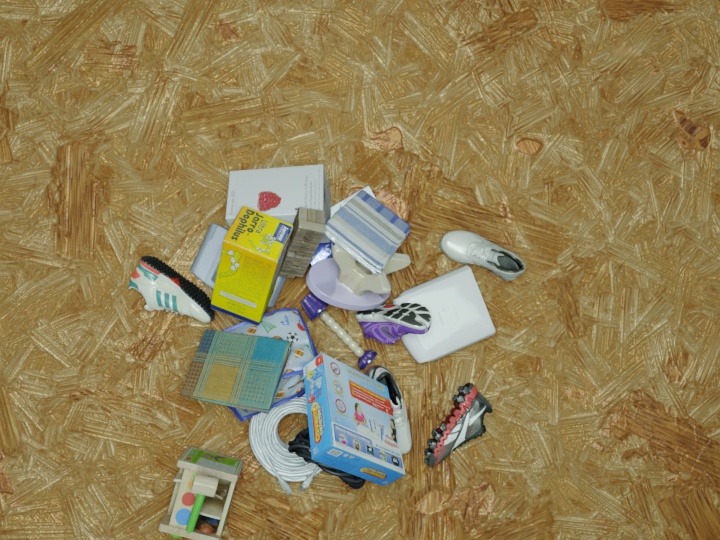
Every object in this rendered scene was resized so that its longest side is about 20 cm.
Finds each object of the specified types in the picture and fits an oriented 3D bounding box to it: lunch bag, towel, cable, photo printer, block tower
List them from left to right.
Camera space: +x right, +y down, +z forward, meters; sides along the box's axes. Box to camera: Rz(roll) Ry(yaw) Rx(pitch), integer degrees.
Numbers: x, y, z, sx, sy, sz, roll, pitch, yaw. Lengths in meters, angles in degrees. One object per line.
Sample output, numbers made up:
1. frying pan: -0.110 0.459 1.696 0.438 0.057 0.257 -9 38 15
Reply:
1. towel: -0.239 0.190 1.169 0.198 0.022 0.148 5 59 21
2. lunch bag: -0.189 0.186 1.248 0.198 0.124 0.171 -25 54 -3
3. cable: -0.138 0.343 1.298 0.200 0.069 0.200 -42 91 -7
4. block tower: -0.120 -0.054 1.222 0.053 0.200 0.058 9 61 -16
5. cable: -0.062 0.367 1.164 0.163 0.200 0.051 36 82 10
6. towel: 0.017 -0.083 1.247 0.146 0.200 0.024 38 128 1
7. photo printer: 0.177 0.101 1.338 0.198 0.069 0.168 -21 89 -6

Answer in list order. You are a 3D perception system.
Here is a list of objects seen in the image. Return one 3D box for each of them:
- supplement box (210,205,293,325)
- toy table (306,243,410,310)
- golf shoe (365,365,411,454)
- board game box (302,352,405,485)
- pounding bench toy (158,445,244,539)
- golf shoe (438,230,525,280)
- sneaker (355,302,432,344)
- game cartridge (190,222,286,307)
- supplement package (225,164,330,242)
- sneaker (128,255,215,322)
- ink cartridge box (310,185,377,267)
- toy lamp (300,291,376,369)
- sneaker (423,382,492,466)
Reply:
1. supplement box: -0.217 -0.006 1.199 0.109 0.201 0.109 21 44 -4
2. toy table: 0.000 0.000 1.264 0.199 0.117 0.185 -5 55 -39
3. golf shoe: 0.063 0.305 1.305 0.072 0.092 0.202 -21 91 -14
4. board game box: -0.014 0.282 1.148 0.056 0.197 0.199 -37 130 24
5. pounding bench toy: -0.322 0.464 1.208 0.123 0.200 0.158 16 85 -4
6. golf shoe: 0.275 -0.041 1.342 0.198 0.097 0.079 19 87 -2
7. sneaker: 0.077 0.117 1.284 0.080 0.199 0.084 -27 106 -37
8. game cartridge: -0.261 -0.003 1.322 0.198 0.041 0.134 24 89 -4
9. supplement package: -0.166 -0.132 1.262 0.198 0.120 0.122 -4 63 4
10. sneaker: -0.406 0.061 1.297 0.199 0.070 0.094 38 102 -4
11. ink cartridge box: -0.044 -0.096 1.341 0.199 0.044 0.095 -30 88 -6
12. toy lamp: -0.050 0.128 1.323 0.200 0.058 0.058 44 84 -1
13. sneaker: 0.218 0.352 1.328 0.097 0.071 0.201 34 83 0
